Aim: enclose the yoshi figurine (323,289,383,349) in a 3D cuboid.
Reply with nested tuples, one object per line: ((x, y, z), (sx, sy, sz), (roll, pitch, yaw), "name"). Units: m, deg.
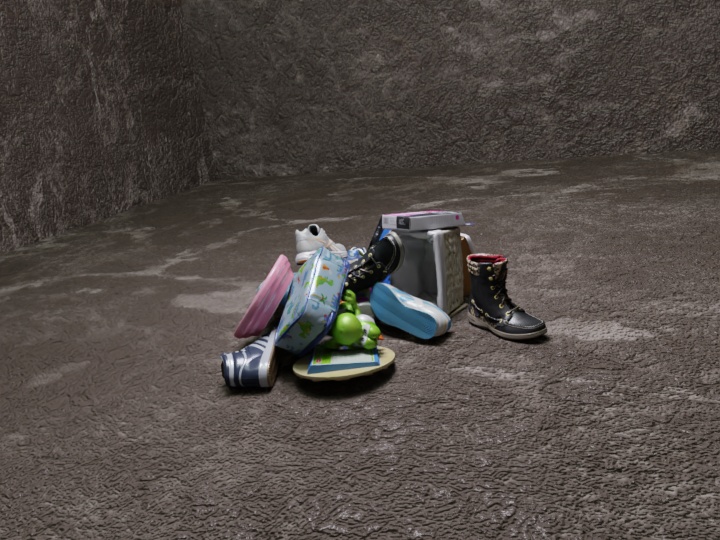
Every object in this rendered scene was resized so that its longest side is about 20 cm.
((-0.035, 0.105, 1.332), (0.112, 0.113, 0.200), (-24, 18, -21), "yoshi figurine")

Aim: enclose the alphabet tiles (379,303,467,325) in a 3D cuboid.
((0.143, 0.092, 1.536), (0.166, 0.006, 0.200), (8, 24, 41), "alphabet tiles")

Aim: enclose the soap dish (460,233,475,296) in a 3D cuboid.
((0.199, -0.021, 1.641), (0.081, 0.158, 0.200), (-38, 30, -27), "soap dish")

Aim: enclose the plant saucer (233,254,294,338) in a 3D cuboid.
((-0.200, 0.063, 1.417), (0.051, 0.201, 0.201), (31, 17, -7), "plant saucer")

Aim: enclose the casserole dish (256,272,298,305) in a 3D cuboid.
((-0.154, 0.040, 1.548), (0.200, 0.039, 0.121), (0, 22, 21), "casserole dish")

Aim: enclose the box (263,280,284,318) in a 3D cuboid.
((-0.136, 0.051, 1.673), (0.199, 0.078, 0.095), (-12, 18, -11), "box")

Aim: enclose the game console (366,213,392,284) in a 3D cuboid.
((0.075, -0.030, 1.681), (0.118, 0.200, 0.171), (30, 15, 20), "game console")

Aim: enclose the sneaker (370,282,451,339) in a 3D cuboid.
((0.103, 0.087, 1.427), (0.200, 0.077, 0.081), (31, 21, 35), "sneaker")

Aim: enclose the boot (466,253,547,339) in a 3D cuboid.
((0.291, 0.051, 1.354), (0.073, 0.151, 0.200), (-18, 19, -28), "boot")

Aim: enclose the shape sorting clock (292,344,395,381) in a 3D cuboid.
((-0.032, 0.179, 1.284), (0.199, 0.039, 0.200), (-3, 9, 0), "shape sorting clock")

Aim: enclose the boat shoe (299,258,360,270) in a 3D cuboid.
((-0.047, 0.007, 1.603), (0.199, 0.063, 0.073), (-6, 2, -1), "boat shoe")

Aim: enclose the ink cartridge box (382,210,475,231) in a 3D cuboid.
((0.153, -0.112, 1.472), (0.200, 0.037, 0.095), (-6, 9, -37), "ink cartridge box")

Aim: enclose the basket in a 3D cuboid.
((0.154, -0.004, 1.502), (0.135, 0.201, 0.123), (5, 17, 37), "basket")

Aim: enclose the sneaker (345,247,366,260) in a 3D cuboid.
((0.009, -0.027, 1.825), (0.076, 0.077, 0.200), (3, 9, 15), "sneaker")

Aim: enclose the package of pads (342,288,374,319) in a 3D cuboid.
((-0.069, 0.087, 1.546), (0.199, 0.068, 0.155), (-7, 18, 2), "package of pads")

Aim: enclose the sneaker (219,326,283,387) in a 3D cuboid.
((-0.219, 0.173, 1.342), (0.108, 0.070, 0.200), (-5, 20, 4), "sneaker")

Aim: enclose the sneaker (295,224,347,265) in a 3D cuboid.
((-0.092, -0.066, 1.588), (0.076, 0.092, 0.200), (-9, 0, 23), "sneaker")

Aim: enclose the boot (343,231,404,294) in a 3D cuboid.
((0.000, 0.002, 1.445), (0.154, 0.074, 0.204), (-22, -17, -31), "boot")

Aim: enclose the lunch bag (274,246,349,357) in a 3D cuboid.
((-0.100, 0.064, 1.332), (0.161, 0.082, 0.200), (-45, 23, 42), "lunch bag")
